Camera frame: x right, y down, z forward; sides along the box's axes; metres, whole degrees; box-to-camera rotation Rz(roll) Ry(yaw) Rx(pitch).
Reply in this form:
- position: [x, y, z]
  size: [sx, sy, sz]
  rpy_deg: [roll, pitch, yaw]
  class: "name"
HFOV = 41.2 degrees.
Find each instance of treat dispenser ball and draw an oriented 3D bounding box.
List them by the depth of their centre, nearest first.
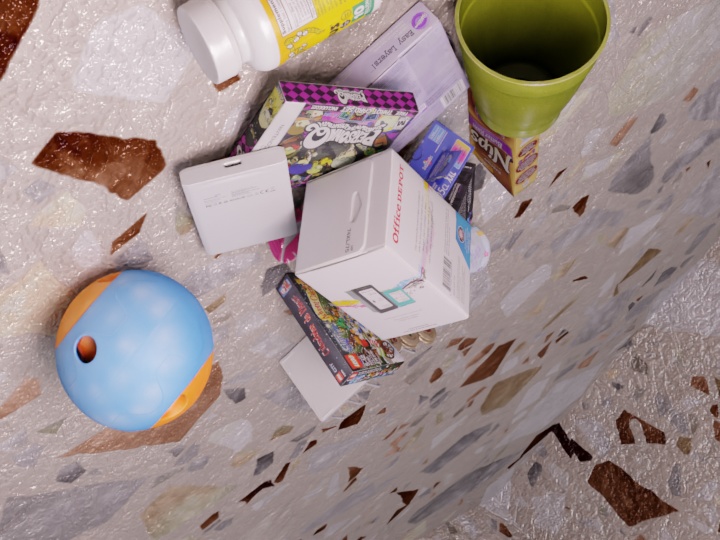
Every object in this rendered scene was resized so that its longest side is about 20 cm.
- position: [-0.286, 0.101, 1.221]
  size: [0.199, 0.202, 0.202]
  rpy_deg: [-30, 154, -17]
  class: "treat dispenser ball"

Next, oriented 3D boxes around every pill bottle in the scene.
- position: [-0.083, -0.276, 0.984]
  size: [0.198, 0.113, 0.113]
  rpy_deg: [-33, 154, -15]
  class: "pill bottle"

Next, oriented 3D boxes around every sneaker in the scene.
- position: [-0.041, -0.082, 1.395]
  size: [0.198, 0.082, 0.088]
  rpy_deg: [-31, 166, 23]
  class: "sneaker"

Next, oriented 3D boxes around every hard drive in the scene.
- position: [-0.152, -0.085, 1.234]
  size: [0.129, 0.027, 0.201]
  rpy_deg: [-14, 158, -6]
  class: "hard drive"

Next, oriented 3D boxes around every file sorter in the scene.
- position: [-0.017, 0.162, 1.764]
  size: [0.200, 0.139, 0.124]
  rpy_deg: [-43, 158, 8]
  class: "file sorter"

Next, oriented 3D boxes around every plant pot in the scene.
- position: [0.224, -0.283, 1.304]
  size: [0.199, 0.201, 0.194]
  rpy_deg: [-34, 159, -10]
  class: "plant pot"

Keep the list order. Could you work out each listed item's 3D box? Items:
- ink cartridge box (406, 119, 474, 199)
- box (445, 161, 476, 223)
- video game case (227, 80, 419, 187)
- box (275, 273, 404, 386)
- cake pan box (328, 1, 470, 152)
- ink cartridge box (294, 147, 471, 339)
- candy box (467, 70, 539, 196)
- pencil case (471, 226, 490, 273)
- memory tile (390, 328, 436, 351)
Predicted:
- position: [0.087, -0.122, 1.395]
  size: [0.137, 0.076, 0.200]
  rpy_deg: [-58, 180, -25]
  class: "ink cartridge box"
- position: [0.147, -0.064, 1.607]
  size: [0.144, 0.036, 0.202]
  rpy_deg: [85, 27, -55]
  class: "box"
- position: [-0.052, -0.165, 1.207]
  size: [0.197, 0.036, 0.181]
  rpy_deg: [-2, 153, -35]
  class: "video game case"
- position: [-0.032, 0.088, 1.544]
  size: [0.135, 0.201, 0.038]
  rpy_deg: [-4, 142, -51]
  class: "box"
- position: [0.050, -0.243, 1.294]
  size: [0.199, 0.053, 0.184]
  rpy_deg: [-42, 157, 5]
  class: "cake pan box"
- position: [0.035, -0.029, 1.253]
  size: [0.144, 0.149, 0.199]
  rpy_deg: [-16, 143, 32]
  class: "ink cartridge box"
- position: [0.223, -0.216, 1.494]
  size: [0.056, 0.117, 0.201]
  rpy_deg: [-35, 154, -8]
  class: "candy box"
- position: [0.153, -0.031, 1.745]
  size: [0.198, 0.082, 0.093]
  rpy_deg: [-8, 99, -47]
  class: "pencil case"
- position: [0.040, 0.077, 1.683]
  size: [0.198, 0.154, 0.017]
  rpy_deg: [-12, 151, -47]
  class: "memory tile"
